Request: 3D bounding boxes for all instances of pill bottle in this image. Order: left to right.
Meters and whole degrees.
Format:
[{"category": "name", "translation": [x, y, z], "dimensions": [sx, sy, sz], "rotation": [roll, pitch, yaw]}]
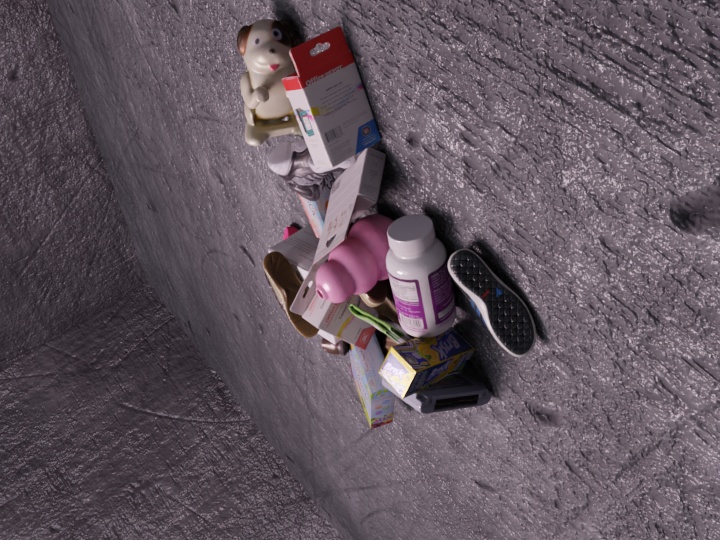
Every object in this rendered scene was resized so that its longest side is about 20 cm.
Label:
[{"category": "pill bottle", "translation": [0.105, 0.008, 1.249], "dimensions": [0.111, 0.111, 0.204], "rotation": [29, 143, 46]}]

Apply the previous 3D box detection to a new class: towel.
[{"category": "towel", "translation": [0.075, 0.140, 1.440], "dimensions": [0.198, 0.031, 0.148], "rotation": [35, 173, -38]}]

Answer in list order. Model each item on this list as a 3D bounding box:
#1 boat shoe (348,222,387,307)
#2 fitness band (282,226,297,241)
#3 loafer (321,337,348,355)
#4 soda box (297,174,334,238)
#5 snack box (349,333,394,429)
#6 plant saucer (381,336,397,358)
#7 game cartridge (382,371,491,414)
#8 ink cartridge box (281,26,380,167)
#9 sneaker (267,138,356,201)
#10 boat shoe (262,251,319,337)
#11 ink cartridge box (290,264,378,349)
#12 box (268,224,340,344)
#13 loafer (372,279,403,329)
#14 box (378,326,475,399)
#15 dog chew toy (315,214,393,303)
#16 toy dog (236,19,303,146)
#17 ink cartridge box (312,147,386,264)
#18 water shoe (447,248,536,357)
[{"category": "boat shoe", "translation": [0.000, 0.000, 1.437], "dimensions": [0.077, 0.070, 0.204], "rotation": [-59, 38, 42]}, {"category": "fitness band", "translation": [-0.181, -0.007, 1.771], "dimensions": [0.144, 0.036, 0.207], "rotation": [-156, 70, -79]}, {"category": "loafer", "translation": [-0.060, 0.163, 1.723], "dimensions": [0.200, 0.069, 0.076], "rotation": [35, -122, -86]}, {"category": "soda box", "translation": [-0.092, -0.170, 1.482], "dimensions": [0.068, 0.063, 0.204], "rotation": [14, 131, 57]}, {"category": "snack box", "translation": [0.025, 0.254, 1.671], "dimensions": [0.202, 0.066, 0.172], "rotation": [90, 161, -55]}, {"category": "plant saucer", "translation": [0.108, 0.243, 1.621], "dimensions": [0.200, 0.029, 0.203], "rotation": [45, 154, 29]}, {"category": "game cartridge", "translation": [0.142, 0.220, 1.341], "dimensions": [0.132, 0.196, 0.043], "rotation": [23, 106, 49]}, {"category": "ink cartridge box", "translation": [-0.055, -0.294, 1.201], "dimensions": [0.067, 0.115, 0.205], "rotation": [15, 131, 56]}, {"category": "sneaker", "translation": [-0.077, -0.195, 1.355], "dimensions": [0.195, 0.077, 0.114], "rotation": [3, 150, 33]}, {"category": "boat shoe", "translation": [-0.150, 0.052, 1.540], "dimensions": [0.204, 0.072, 0.065], "rotation": [63, 166, -3]}, {"category": "ink cartridge box", "translation": [-0.044, 0.078, 1.500], "dimensions": [0.198, 0.119, 0.067], "rotation": [28, 180, -42]}, {"category": "box", "translation": [-0.090, 0.028, 1.628], "dimensions": [0.198, 0.129, 0.203], "rotation": [25, 141, 51]}, {"category": "loafer", "translation": [0.075, 0.075, 1.423], "dimensions": [0.200, 0.074, 0.069], "rotation": [45, 139, 50]}, {"category": "box", "translation": [0.124, 0.164, 1.284], "dimensions": [0.070, 0.197, 0.065], "rotation": [42, 121, 28]}, {"category": "dog chew toy", "translation": [-0.004, -0.015, 1.320], "dimensions": [0.124, 0.199, 0.126], "rotation": [40, 155, 24]}, {"category": "toy dog", "translation": [-0.163, -0.372, 1.331], "dimensions": [0.203, 0.135, 0.198], "rotation": [89, 177, -52]}, {"category": "ink cartridge box", "translation": [-0.023, -0.109, 1.305], "dimensions": [0.044, 0.181, 0.199], "rotation": [17, 163, -16]}, {"category": "water shoe", "translation": [0.218, 0.048, 1.156], "dimensions": [0.202, 0.071, 0.079], "rotation": [55, -177, 4]}]
